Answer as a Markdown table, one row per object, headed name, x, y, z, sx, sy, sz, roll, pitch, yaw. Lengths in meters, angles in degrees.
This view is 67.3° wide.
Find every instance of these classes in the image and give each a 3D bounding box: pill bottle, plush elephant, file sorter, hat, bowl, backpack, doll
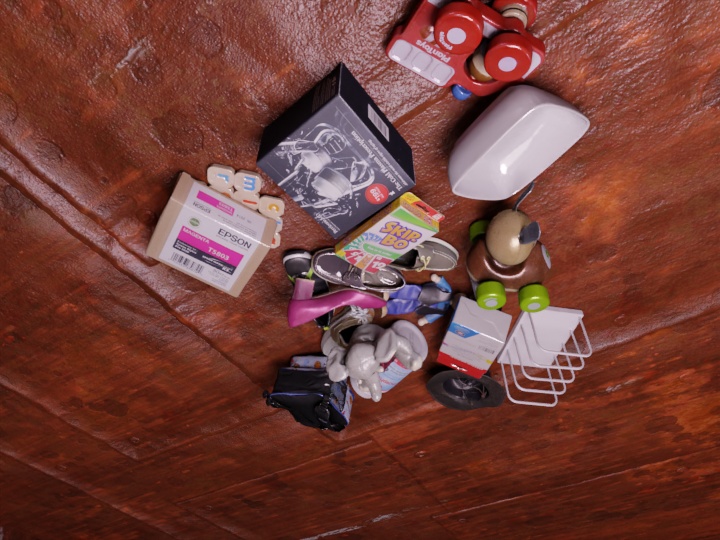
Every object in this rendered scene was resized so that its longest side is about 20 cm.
| name | x | y | z | sx | sy | sz | roll | pitch | yaw |
| --- | --- | --- | --- | --- | --- | --- | --- | --- | --- |
| pill bottle | 0.060 | 0.213 | 1.261 | 0.107 | 0.111 | 0.201 | 25 | 129 | -22 |
| plush elephant | 0.020 | 0.182 | 1.088 | 0.161 | 0.156 | 0.204 | -20 | 111 | 20 |
| file sorter | 0.417 | 0.197 | 1.231 | 0.134 | 0.127 | 0.204 | 6 | 134 | -6 |
| hat | 0.258 | 0.264 | 1.321 | 0.194 | 0.083 | 0.203 | 10 | 143 | 7 |
| bowl | 0.235 | -0.202 | 0.846 | 0.196 | 0.076 | 0.200 | -2 | 147 | -44 |
| backpack | -0.105 | 0.304 | 1.315 | 0.194 | 0.157 | 0.193 | 0 | 138 | 29 |
| doll | 0.138 | 0.068 | 1.163 | 0.193 | 0.049 | 0.140 | 0 | 126 | -8 |

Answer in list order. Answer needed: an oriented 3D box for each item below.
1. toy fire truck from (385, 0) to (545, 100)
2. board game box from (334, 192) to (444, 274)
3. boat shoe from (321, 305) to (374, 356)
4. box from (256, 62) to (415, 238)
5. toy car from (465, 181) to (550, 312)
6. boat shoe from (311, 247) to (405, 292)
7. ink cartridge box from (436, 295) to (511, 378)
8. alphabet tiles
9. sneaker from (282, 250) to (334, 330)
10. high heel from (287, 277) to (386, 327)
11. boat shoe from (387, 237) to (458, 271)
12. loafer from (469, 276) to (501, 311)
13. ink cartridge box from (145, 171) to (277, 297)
| name | x | y | z | sx | sy | sz | roll | pitch | yaw |
| --- | --- | --- | --- | --- | --- | --- | --- | --- | --- |
| toy fire truck | 0.151 | -0.320 | 0.767 | 0.195 | 0.115 | 0.167 | 21 | 156 | -19 |
| board game box | 0.049 | -0.060 | 0.950 | 0.094 | 0.031 | 0.198 | 26 | 137 | -30 |
| boat shoe | -0.035 | 0.142 | 1.222 | 0.073 | 0.070 | 0.201 | 21 | 131 | -18 |
| box | -0.036 | -0.186 | 0.884 | 0.180 | 0.106 | 0.199 | -30 | 127 | 27 |
| toy car | 0.277 | -0.051 | 0.941 | 0.152 | 0.169 | 0.202 | 3 | 146 | -3 |
| boat shoe | 0.000 | 0.000 | 1.069 | 0.194 | 0.074 | 0.065 | 16 | 176 | -12 |
| ink cartridge box | 0.237 | 0.149 | 1.158 | 0.113 | 0.068 | 0.202 | 21 | 149 | 9 |
| alphabet tiles | -0.241 | -0.108 | 1.024 | 0.189 | 0.015 | 0.203 | 11 | 133 | -6 |
| sneaker | -0.098 | 0.046 | 1.121 | 0.070 | 0.084 | 0.202 | -16 | 132 | 16 |
| high heel | -0.047 | 0.078 | 1.078 | 0.193 | 0.067 | 0.100 | 11 | 89 | -3 |
| boat shoe | 0.102 | -0.029 | 1.062 | 0.195 | 0.061 | 0.073 | 14 | 133 | -12 |
| loafer | 0.266 | 0.064 | 1.152 | 0.070 | 0.074 | 0.204 | 5 | 131 | 16 |
| ink cartridge box | -0.279 | -0.060 | 1.010 | 0.196 | 0.077 | 0.165 | 27 | 131 | -19 |
